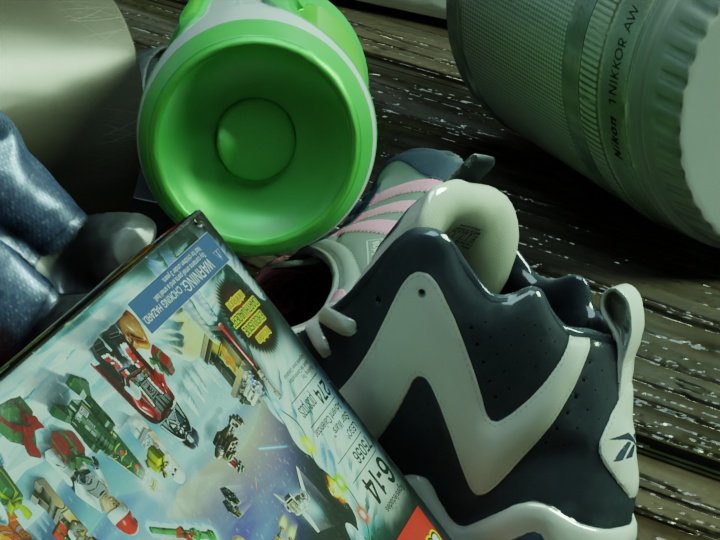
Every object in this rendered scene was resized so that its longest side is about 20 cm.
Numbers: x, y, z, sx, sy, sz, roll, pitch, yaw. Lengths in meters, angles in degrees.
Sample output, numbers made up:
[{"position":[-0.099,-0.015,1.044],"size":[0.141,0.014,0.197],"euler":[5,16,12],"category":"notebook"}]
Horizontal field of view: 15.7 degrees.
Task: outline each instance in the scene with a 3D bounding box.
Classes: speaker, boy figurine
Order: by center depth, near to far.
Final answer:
[{"position":[-0.157,-0.050,0.829],"size":[0.064,0.200,0.125],"euler":[-13,42,47],"category":"boy figurine"},{"position":[-0.037,-0.060,0.962],"size":[0.088,0.089,0.200],"euler":[7,10,-2],"category":"speaker"}]

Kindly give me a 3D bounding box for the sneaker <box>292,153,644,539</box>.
[{"position":[-0.004,0.020,0.786],"size":[0.198,0.130,0.079],"euler":[17,11,24],"category":"sneaker"}]

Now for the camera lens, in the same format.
[{"position":[0.143,-0.107,1.144],"size":[0.159,0.161,0.200],"euler":[-4,24,-28],"category":"camera lens"}]

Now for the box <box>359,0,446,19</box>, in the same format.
[{"position":[0.062,-0.244,1.458],"size":[0.198,0.172,0.200],"euler":[13,21,15],"category":"box"}]

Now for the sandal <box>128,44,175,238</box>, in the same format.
[{"position":[-0.072,-0.063,1.119],"size":[0.076,0.043,0.200],"euler":[5,21,-8],"category":"sandal"}]

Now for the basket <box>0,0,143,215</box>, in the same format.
[{"position":[-0.189,-0.054,0.932],"size":[0.199,0.136,0.181],"euler":[-1,53,-37],"category":"basket"}]

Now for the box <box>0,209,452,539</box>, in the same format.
[{"position":[-0.045,0.075,0.657],"size":[0.137,0.040,0.200],"euler":[53,24,-6],"category":"box"}]

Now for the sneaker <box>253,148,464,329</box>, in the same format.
[{"position":[0.000,0.000,0.941],"size":[0.082,0.071,0.200],"euler":[7,19,-5],"category":"sneaker"}]
